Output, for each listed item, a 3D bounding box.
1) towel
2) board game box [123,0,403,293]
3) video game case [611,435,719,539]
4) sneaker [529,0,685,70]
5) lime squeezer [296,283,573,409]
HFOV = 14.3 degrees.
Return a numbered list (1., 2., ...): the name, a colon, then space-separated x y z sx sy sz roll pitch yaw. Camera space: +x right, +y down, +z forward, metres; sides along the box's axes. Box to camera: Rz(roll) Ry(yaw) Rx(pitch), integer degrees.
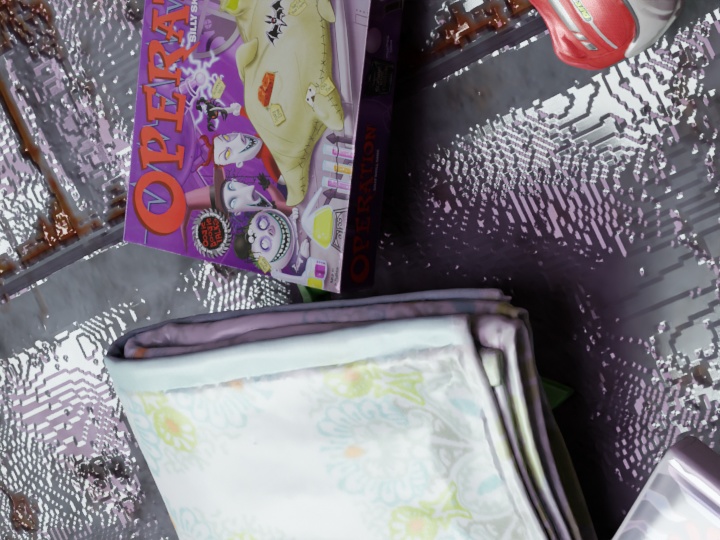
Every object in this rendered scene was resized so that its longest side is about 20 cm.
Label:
1. towel: 0.001 0.094 1.220 0.200 0.048 0.171 -6 115 31
2. board game box: -0.039 -0.099 1.205 0.120 0.032 0.200 14 103 38
3. video game case: 0.159 0.191 1.107 0.200 0.023 0.182 39 124 19
4. sneaker: 0.042 -0.157 1.114 0.200 0.077 0.085 50 132 13
5. lime squeezer: 0.000 0.000 1.227 0.200 0.038 0.071 51 130 13
